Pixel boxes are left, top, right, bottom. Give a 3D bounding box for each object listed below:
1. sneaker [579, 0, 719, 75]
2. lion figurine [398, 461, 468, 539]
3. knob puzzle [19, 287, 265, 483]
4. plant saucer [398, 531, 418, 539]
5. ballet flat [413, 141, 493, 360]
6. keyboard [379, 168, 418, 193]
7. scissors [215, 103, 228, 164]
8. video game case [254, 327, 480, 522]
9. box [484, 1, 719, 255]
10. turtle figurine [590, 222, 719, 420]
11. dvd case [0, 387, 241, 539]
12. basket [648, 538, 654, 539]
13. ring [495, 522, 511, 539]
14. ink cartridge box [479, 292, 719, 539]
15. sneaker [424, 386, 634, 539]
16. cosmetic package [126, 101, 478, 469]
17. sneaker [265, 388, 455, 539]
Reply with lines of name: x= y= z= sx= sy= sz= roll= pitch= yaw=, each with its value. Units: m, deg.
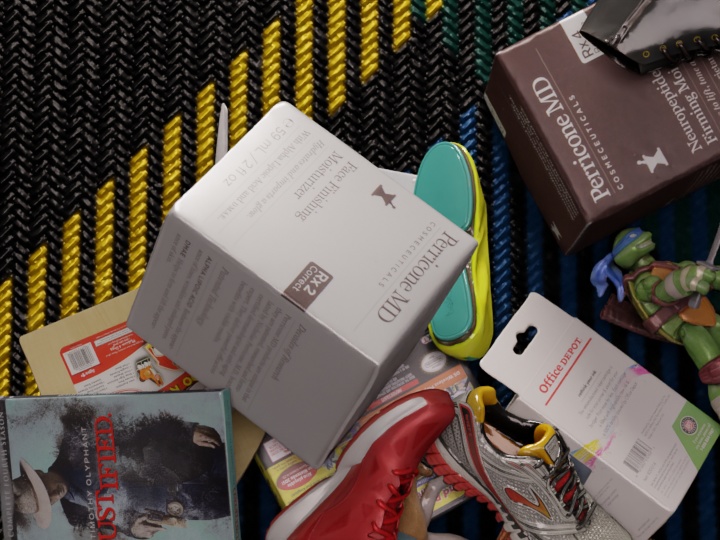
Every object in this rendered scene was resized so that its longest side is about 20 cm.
sneaker: x=0.279 y=-0.185 z=1.416 sx=0.200 sy=0.075 sz=0.106 roll=28 pitch=87 yaw=14
lion figurine: x=0.076 y=0.244 z=1.489 sx=0.200 sy=0.072 sz=0.123 roll=36 pitch=97 yaw=3
knob puzzle: x=-0.164 y=0.113 z=1.495 sx=0.219 sy=0.030 sz=0.220 roll=2 pitch=70 yaw=-6
plant saucer: x=0.009 y=0.310 z=1.477 sx=0.200 sy=0.027 sz=0.201 roll=5 pitch=103 yaw=21
ballet flat: x=0.084 y=-0.013 z=1.548 sx=0.067 sy=0.067 sz=0.201 roll=-17 pitch=60 yaw=25
keyboard: x=0.000 y=0.000 z=1.551 sx=0.056 sy=0.011 sz=0.200 roll=14 pitch=68 yaw=9
scissors: x=-0.129 y=-0.048 z=1.577 sx=0.073 sy=0.014 sz=0.200 roll=-32 pitch=59 yaw=37
video game case: x=0.011 y=0.139 z=1.533 sx=0.200 sy=0.026 sz=0.181 roll=-28 pitch=82 yaw=-5
box: x=0.232 y=-0.138 z=1.523 sx=0.200 sy=0.164 sz=0.166 roll=-27 pitch=83 yaw=-4
turtle figurine: x=0.314 y=0.024 z=1.512 sx=0.200 sy=0.144 sz=0.194 roll=-30 pitch=85 yaw=-1
dvd case: x=-0.196 y=0.169 z=1.435 sx=0.199 sy=0.022 sz=0.146 roll=-2 pitch=95 yaw=16
basket: x=0.288 y=0.341 z=1.505 sx=0.199 sy=0.149 sz=0.143 roll=19 pitch=115 yaw=2
ring: x=0.062 y=0.198 z=1.546 sx=0.200 sy=0.019 sz=0.201 roll=0 pitch=81 yaw=0
ink cartridge box: x=0.190 y=0.123 z=1.510 sx=0.200 sy=0.067 sz=0.117 roll=37 pitch=48 yaw=5
sneaker: x=0.143 y=0.173 z=1.441 sx=0.200 sy=0.078 sz=0.082 roll=38 pitch=127 yaw=-1
cosmetic package: x=-0.048 y=0.012 z=1.421 sx=0.200 sy=0.165 sz=0.165 roll=35 pitch=51 yaw=6
sneaker: x=0.024 y=0.194 z=1.416 sx=0.200 sy=0.078 sz=0.116 roll=-48 pitch=59 yaw=19
